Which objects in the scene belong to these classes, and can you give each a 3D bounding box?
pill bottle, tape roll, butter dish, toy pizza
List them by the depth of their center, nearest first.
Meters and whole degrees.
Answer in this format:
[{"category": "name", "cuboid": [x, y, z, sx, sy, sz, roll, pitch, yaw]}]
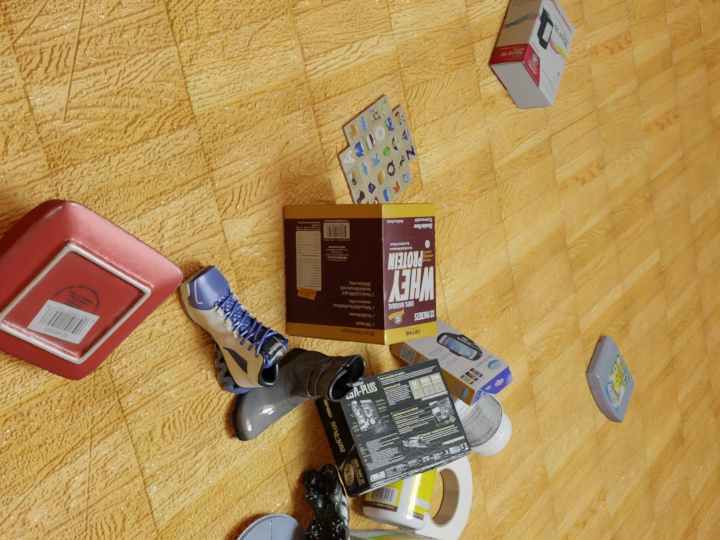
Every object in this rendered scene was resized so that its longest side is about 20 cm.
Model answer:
[{"category": "butter dish", "cuboid": [-0.343, -0.003, 1.162, 0.199, 0.148, 0.200, -44, 138, 9]}, {"category": "toy pizza", "cuboid": [-0.142, 0.462, 1.505, 0.199, 0.032, 0.203, 0, 90, -51]}, {"category": "pill bottle", "cuboid": [0.076, 0.327, 1.715, 0.109, 0.108, 0.202, 33, 65, -47]}, {"category": "tape roll", "cuboid": [0.138, 0.411, 1.853, 0.202, 0.037, 0.205, -1, 92, -52]}, {"category": "pill bottle", "cuboid": [0.193, 0.256, 1.857, 0.200, 0.113, 0.115, 45, 57, -42]}]

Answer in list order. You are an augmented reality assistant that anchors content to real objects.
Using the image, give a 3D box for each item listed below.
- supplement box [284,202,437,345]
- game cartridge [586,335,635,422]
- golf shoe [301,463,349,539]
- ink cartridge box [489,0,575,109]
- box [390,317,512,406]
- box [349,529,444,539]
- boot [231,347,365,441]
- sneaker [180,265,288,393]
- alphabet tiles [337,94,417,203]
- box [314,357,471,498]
[{"category": "supplement box", "cuboid": [0.000, 0.000, 1.541, 0.132, 0.196, 0.202, -6, 96, -51]}, {"category": "game cartridge", "cuboid": [0.601, 0.269, 2.437, 0.200, 0.040, 0.134, 54, 55, -37]}, {"category": "golf shoe", "cuboid": [-0.043, 0.400, 1.554, 0.095, 0.077, 0.201, 64, 20, -46]}, {"category": "ink cartridge box", "cuboid": [0.352, -0.455, 2.066, 0.146, 0.082, 0.202, 41, 60, -43]}, {"category": "box", "cuboid": [0.164, 0.159, 1.760, 0.119, 0.199, 0.042, -26, 143, -48]}, {"category": "box", "cuboid": [0.043, 0.492, 1.682, 0.199, 0.101, 0.114, 18, 77, -50]}, {"category": "boot", "cuboid": [-0.089, 0.177, 1.485, 0.200, 0.131, 0.070, -48, 127, -40]}, {"category": "sneaker", "cuboid": [-0.159, 0.084, 1.406, 0.081, 0.114, 0.201, -44, 122, -43]}, {"category": "alphabet tiles", "cuboid": [0.032, -0.195, 1.730, 0.200, 0.006, 0.168, -44, 124, -42]}, {"category": "box", "cuboid": [0.052, 0.247, 1.609, 0.198, 0.086, 0.165, -13, 74, -31]}]
